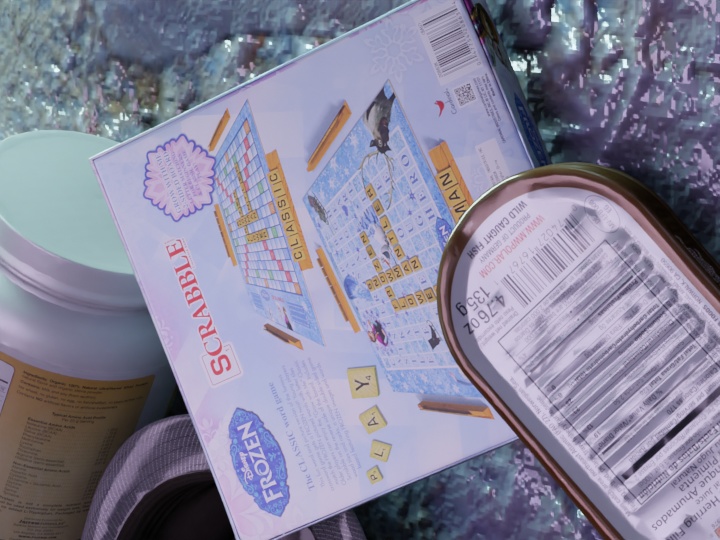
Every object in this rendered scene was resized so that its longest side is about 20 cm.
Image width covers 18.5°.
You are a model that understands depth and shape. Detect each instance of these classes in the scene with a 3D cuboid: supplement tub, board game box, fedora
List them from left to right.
[{"bbox_3d":[-0.164,0.043,1.151,0.144,0.144,0.201,41,125,27],"label":"supplement tub"},{"bbox_3d":[-0.053,0.171,1.107,0.176,0.090,0.201,1,89,28],"label":"fedora"},{"bbox_3d":[0.000,0.000,1.008,0.199,0.041,0.201,-23,84,18],"label":"board game box"}]

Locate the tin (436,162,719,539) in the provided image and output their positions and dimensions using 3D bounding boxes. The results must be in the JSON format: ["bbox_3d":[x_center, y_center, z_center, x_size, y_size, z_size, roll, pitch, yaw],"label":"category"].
[{"bbox_3d":[0.114,0.044,0.931,0.112,0.042,0.200,-45,79,18],"label":"tin"}]
